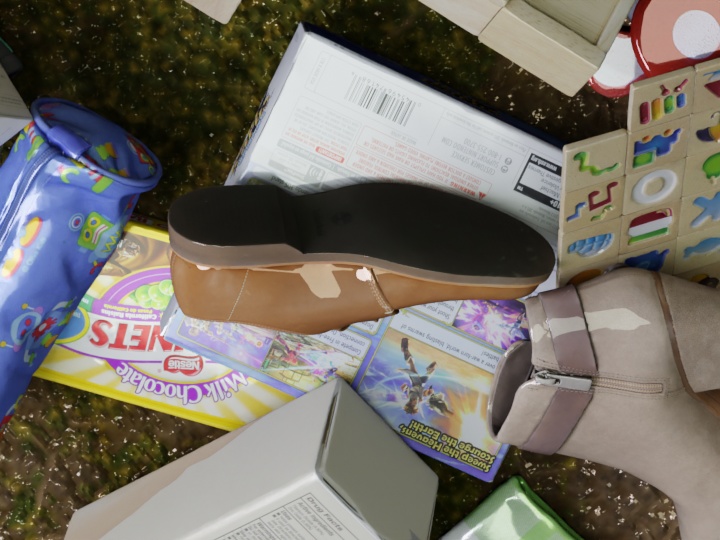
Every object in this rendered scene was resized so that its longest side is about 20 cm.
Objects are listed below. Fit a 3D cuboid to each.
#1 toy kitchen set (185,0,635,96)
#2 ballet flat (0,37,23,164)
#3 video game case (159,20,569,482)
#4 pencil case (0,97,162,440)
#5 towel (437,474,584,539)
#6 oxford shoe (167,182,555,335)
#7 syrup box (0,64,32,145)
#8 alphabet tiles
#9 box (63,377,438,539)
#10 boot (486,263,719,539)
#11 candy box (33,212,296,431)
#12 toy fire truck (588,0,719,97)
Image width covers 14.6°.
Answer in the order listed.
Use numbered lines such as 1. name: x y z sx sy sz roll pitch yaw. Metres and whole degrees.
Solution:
1. toy kitchen set: 0.041 -0.187 1.411 0.199 0.180 0.164 31 67 -5
2. ballet flat: -0.235 -0.041 1.512 0.073 0.073 0.201 25 105 -4
3. video game case: 0.020 -0.009 1.497 0.199 0.045 0.182 24 100 -11
4. pencil case: -0.185 0.007 1.487 0.078 0.087 0.200 35 103 14
5. towel: 0.068 0.231 1.592 0.149 0.031 0.200 42 105 -9
6. oxford shoe: 0.000 0.000 1.449 0.199 0.071 0.072 3 126 -1
7. syrup box: -0.260 -0.139 1.440 0.079 0.081 0.200 -35 79 16
8. alphabet tiles: 0.179 -0.043 1.438 0.166 0.006 0.200 -17 145 -10
9. box: -0.064 0.147 1.512 0.199 0.078 0.095 -27 120 29
10. boot: 0.140 0.081 1.493 0.145 0.070 0.201 -1 124 -11
11. candy box: -0.115 0.024 1.544 0.199 0.026 0.103 15 107 -1
12. toy fire truck: 0.176 -0.189 1.420 0.199 0.112 0.168 -31 94 12
